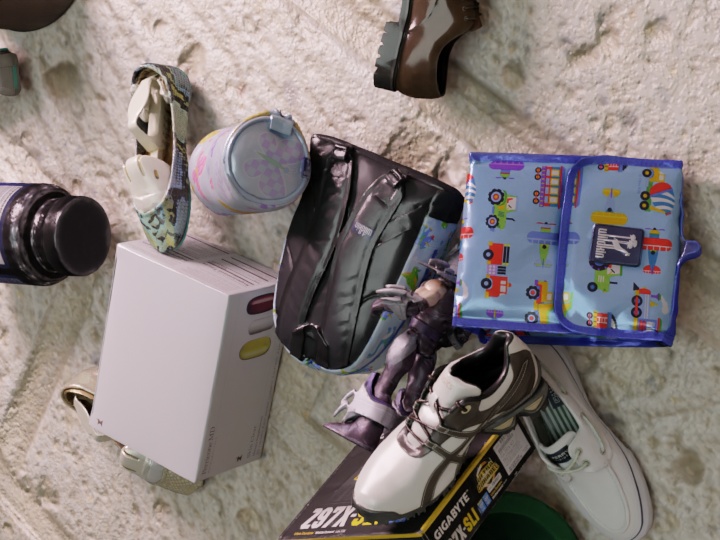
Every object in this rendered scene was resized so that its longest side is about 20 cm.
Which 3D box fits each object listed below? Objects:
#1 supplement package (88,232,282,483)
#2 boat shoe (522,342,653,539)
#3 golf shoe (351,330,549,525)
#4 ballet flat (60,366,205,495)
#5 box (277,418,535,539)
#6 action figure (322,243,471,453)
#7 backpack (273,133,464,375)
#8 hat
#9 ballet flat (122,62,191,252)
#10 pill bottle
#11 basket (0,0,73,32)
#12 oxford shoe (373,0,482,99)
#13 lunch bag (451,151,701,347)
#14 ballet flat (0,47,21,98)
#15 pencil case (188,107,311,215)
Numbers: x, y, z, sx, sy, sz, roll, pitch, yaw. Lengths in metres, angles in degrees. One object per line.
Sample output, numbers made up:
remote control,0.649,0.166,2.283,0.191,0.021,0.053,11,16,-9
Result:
supplement package,-0.173,0.085,1.532,0.154,0.110,0.203,22,110,31
boat shoe,0.181,0.153,1.316,0.073,0.066,0.201,-39,74,33
golf shoe,0.063,0.123,1.243,0.199,0.095,0.078,-40,48,-12
ballet flat,-0.252,0.184,1.630,0.199,0.062,0.068,39,132,25
box,0.039,0.201,1.344,0.199,0.160,0.050,-14,117,49
action figure,0.049,0.066,1.321,0.069,0.130,0.202,20,81,45
backpack,0.000,0.000,1.389,0.162,0.153,0.202,22,88,26
hat,0.109,0.285,1.405,0.176,0.163,0.203,143,120,-75
ballet flat,-0.210,-0.118,1.509,0.074,0.074,0.203,-22,61,35
pill bottle,-0.375,-0.040,1.655,0.198,0.111,0.114,3,99,34
basket,-0.424,-0.324,1.593,0.178,0.199,0.138,-8,93,35
oxford shoe,0.077,-0.250,1.338,0.083,0.073,0.203,19,110,14
lunch bag,0.189,-0.015,1.268,0.197,0.094,0.153,2,79,24
ballet flat,-0.466,-0.209,1.724,0.198,0.067,0.065,-5,101,36
pencil case,-0.108,-0.099,1.416,0.200,0.082,0.092,177,97,-74
